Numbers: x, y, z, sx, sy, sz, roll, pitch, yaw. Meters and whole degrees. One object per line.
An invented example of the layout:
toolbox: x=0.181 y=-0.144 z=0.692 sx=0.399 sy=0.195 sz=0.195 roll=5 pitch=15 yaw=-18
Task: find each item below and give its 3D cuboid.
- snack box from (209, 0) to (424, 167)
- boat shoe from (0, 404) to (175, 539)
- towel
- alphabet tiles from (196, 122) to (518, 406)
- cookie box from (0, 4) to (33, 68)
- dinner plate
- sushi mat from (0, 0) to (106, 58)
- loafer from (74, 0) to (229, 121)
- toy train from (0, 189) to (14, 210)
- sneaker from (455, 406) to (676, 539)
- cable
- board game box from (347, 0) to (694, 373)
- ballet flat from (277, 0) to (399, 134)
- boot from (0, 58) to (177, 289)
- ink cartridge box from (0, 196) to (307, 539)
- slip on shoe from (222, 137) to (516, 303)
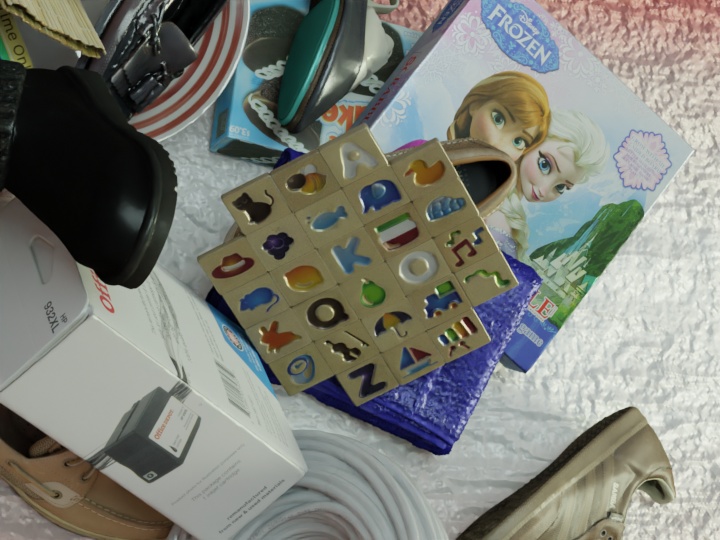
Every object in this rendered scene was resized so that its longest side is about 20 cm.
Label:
snack box: x=0.000 y=-0.115 z=1.808 sx=0.200 sy=0.037 sz=0.116 roll=14 pitch=70 yaw=-22
boat shoe: x=-0.188 y=0.111 z=1.632 sx=0.200 sy=0.065 sz=0.071 roll=27 pitch=65 yaw=-16
towel: x=0.005 y=0.026 z=1.725 sx=0.200 sy=0.050 sz=0.148 roll=25 pitch=99 yaw=-17
alphabet tiles: x=0.000 y=0.000 z=1.647 sx=0.200 sy=0.166 sz=0.006 roll=58 pitch=9 yaw=-39
cookie box: x=-0.313 y=-0.124 z=1.629 sx=0.200 sy=0.075 sz=0.172 roll=-22 pitch=89 yaw=-27
dinner plate: x=-0.172 y=-0.175 z=1.724 sx=0.200 sy=0.024 sz=0.201 roll=0 pitch=87 yaw=-6
sushi mat: x=-0.222 y=-0.221 z=1.643 sx=0.096 sy=0.012 sz=0.200 roll=27 pitch=31 yaw=-56
loafer: x=-0.119 y=-0.163 z=1.678 sx=0.063 sy=0.072 sz=0.200 roll=26 pitch=81 yaw=18
toy train: x=-0.252 y=-0.111 z=1.582 sx=0.150 sy=0.056 sz=0.201 roll=-16 pitch=89 yaw=-27
sneaker: x=0.140 y=0.170 z=1.768 sx=0.200 sy=0.070 sz=0.076 roll=-36 pitch=93 yaw=-29
cable: x=-0.032 y=0.201 z=1.612 sx=0.069 sy=0.200 sz=0.200 roll=36 pitch=73 yaw=-55
board game box: x=0.096 y=-0.069 z=1.788 sx=0.200 sy=0.041 sz=0.200 roll=40 pitch=81 yaw=-19
ballet flat: x=-0.007 y=-0.175 z=1.763 sx=0.073 sy=0.073 sz=0.200 roll=18 pitch=62 yaw=-20
boot: x=-0.204 y=-0.065 z=1.475 sx=0.158 sy=0.211 sz=0.080 roll=12 pitch=110 yaw=-31
ink cartridge box: x=-0.140 y=0.056 z=1.582 sx=0.200 sy=0.084 sz=0.145 roll=40 pitch=15 yaw=-38
slip on shoe: x=0.008 y=-0.033 z=1.665 sx=0.200 sy=0.061 sz=0.076 roll=-17 pitch=96 yaw=-18
